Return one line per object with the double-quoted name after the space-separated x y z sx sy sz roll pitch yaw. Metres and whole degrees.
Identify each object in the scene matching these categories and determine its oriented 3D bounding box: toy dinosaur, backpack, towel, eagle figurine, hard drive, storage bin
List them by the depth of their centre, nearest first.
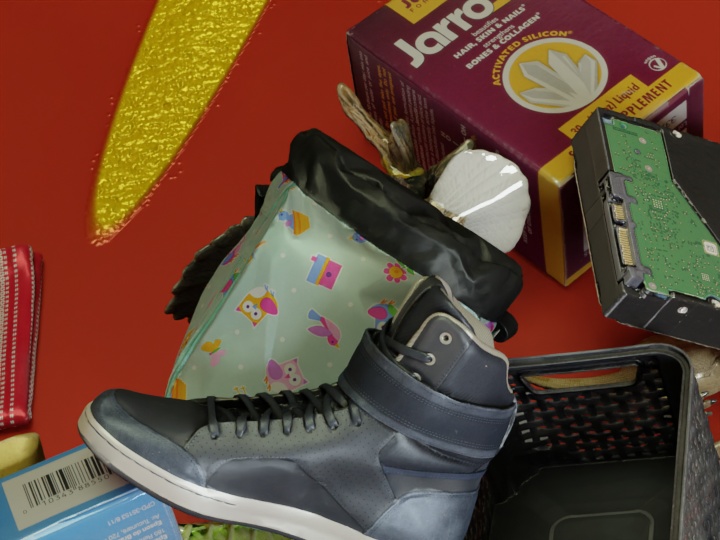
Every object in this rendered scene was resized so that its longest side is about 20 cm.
0.115 0.144 1.104 0.135 0.094 0.200 -7 39 19 "storage bin"
-0.026 0.041 1.114 0.167 0.127 0.200 35 92 7 "backpack"
0.223 -0.011 1.215 0.200 0.038 0.140 14 46 -23 "hard drive"
0.183 0.067 1.227 0.200 0.058 0.101 -14 34 -14 "toy dinosaur"
-0.003 0.004 1.252 0.152 0.151 0.200 26 46 14 "eagle figurine"
-0.304 0.048 1.318 0.200 0.022 0.145 -6 50 3 "towel"

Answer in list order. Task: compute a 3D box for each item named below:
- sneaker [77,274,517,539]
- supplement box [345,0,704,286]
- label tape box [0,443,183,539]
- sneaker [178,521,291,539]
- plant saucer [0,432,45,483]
-0.022 0.057 1.007 0.202 0.146 0.077 20 17 -15 "sneaker"
0.106 -0.106 1.339 0.131 0.103 0.200 -38 55 -21 "supplement box"
-0.147 0.196 1.070 0.143 0.200 0.066 -23 34 -11 "label tape box"
-0.089 0.171 1.149 0.200 0.076 0.075 -16 48 -9 "sneaker"
-0.255 0.163 1.124 0.200 0.200 0.048 -22 79 -11 "plant saucer"
